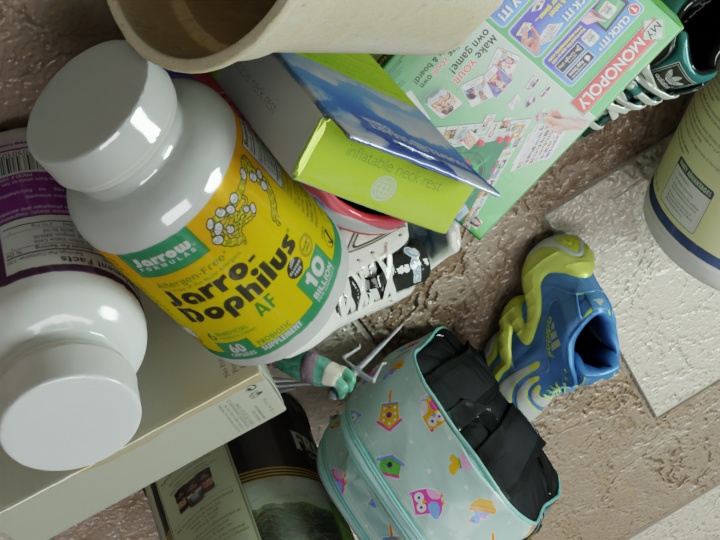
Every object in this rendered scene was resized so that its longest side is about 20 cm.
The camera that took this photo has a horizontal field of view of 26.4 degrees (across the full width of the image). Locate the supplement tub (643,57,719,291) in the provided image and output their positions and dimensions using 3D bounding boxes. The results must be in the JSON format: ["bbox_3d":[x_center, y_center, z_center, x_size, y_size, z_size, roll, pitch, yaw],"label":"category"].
[{"bbox_3d":[0.305,-0.095,1.115,0.143,0.146,0.201,-1,132,-26],"label":"supplement tub"}]

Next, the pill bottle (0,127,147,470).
[{"bbox_3d":[-0.190,0.017,0.928,0.111,0.201,0.113,-12,139,-11],"label":"pill bottle"}]

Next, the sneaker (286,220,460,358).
[{"bbox_3d":[0.000,0.000,1.046,0.200,0.072,0.073,-36,122,-48],"label":"sneaker"}]

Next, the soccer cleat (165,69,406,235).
[{"bbox_3d":[-0.049,-0.081,0.972,0.199,0.076,0.067,29,78,-25],"label":"soccer cleat"}]

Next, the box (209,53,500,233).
[{"bbox_3d":[-0.014,-0.094,0.911,0.121,0.200,0.048,17,114,-37],"label":"box"}]

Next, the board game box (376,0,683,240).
[{"bbox_3d":[0.096,-0.133,1.017,0.134,0.029,0.200,37,111,-17],"label":"board game box"}]

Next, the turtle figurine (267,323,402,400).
[{"bbox_3d":[-0.077,0.066,1.117,0.199,0.102,0.149,-29,-176,-20],"label":"turtle figurine"}]

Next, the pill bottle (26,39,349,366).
[{"bbox_3d":[-0.099,-0.039,0.891,0.112,0.113,0.200,-34,135,8],"label":"pill bottle"}]

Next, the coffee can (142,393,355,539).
[{"bbox_3d":[-0.078,0.212,1.179,0.145,0.201,0.147,-14,137,-13],"label":"coffee can"}]

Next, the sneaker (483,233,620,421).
[{"bbox_3d":[0.153,0.074,1.232,0.075,0.106,0.202,-10,134,-18],"label":"sneaker"}]

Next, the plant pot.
[{"bbox_3d":[-0.014,-0.197,0.839,0.182,0.201,0.201,4,131,-43],"label":"plant pot"}]

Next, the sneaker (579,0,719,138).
[{"bbox_3d":[0.192,-0.145,1.055,0.200,0.080,0.071,-44,135,18],"label":"sneaker"}]

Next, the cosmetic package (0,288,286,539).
[{"bbox_3d":[-0.161,0.086,1.012,0.198,0.104,0.073,-29,152,-3],"label":"cosmetic package"}]

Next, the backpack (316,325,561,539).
[{"bbox_3d":[0.056,0.145,1.158,0.152,0.177,0.200,-34,177,5],"label":"backpack"}]
